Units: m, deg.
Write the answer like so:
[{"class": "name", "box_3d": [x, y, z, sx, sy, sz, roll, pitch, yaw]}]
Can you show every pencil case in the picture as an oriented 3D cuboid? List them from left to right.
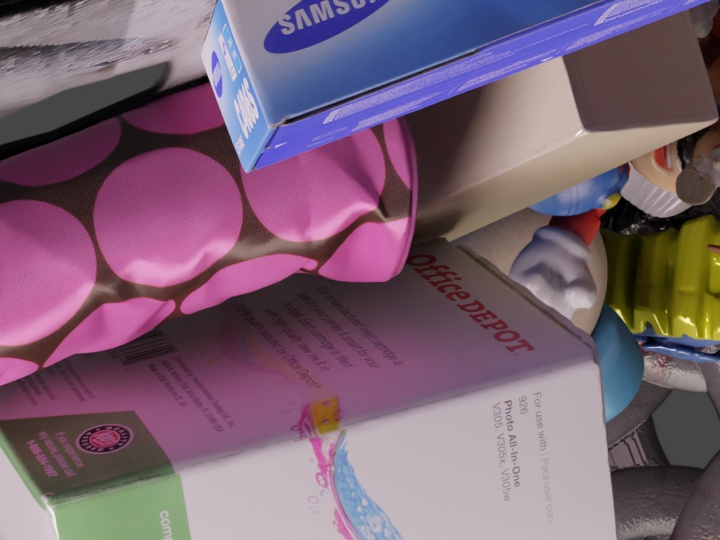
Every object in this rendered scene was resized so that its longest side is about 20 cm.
[{"class": "pencil case", "box_3d": [-0.077, -0.006, 0.980, 0.199, 0.091, 0.094, -18, 133, -10]}]

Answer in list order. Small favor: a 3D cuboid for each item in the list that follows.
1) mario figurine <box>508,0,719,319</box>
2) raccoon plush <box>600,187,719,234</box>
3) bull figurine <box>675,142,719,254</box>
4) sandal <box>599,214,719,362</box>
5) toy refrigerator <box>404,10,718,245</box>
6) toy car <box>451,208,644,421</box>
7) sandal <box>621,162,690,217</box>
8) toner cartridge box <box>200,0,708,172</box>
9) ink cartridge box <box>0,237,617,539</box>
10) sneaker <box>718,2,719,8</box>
[{"class": "mario figurine", "box_3d": [0.100, -0.049, 1.202, 0.199, 0.107, 0.124, -15, 163, -6]}, {"class": "raccoon plush", "box_3d": [0.140, -0.018, 1.537, 0.133, 0.200, 0.097, -21, -147, 27]}, {"class": "bull figurine", "box_3d": [0.178, -0.064, 1.128, 0.065, 0.201, 0.121, 25, -167, 16]}, {"class": "sandal", "box_3d": [0.122, 0.010, 1.458, 0.199, 0.080, 0.087, 10, 168, 19]}, {"class": "toy refrigerator", "box_3d": [0.029, -0.053, 1.081, 0.076, 0.070, 0.200, -8, 168, -43]}, {"class": "toy car", "box_3d": [0.000, 0.000, 1.379, 0.177, 0.185, 0.200, -43, -137, -7]}, {"class": "sandal", "box_3d": [0.124, -0.085, 1.335, 0.079, 0.059, 0.206, -38, 151, 15]}, {"class": "toner cartridge box", "box_3d": [0.054, -0.088, 0.861, 0.199, 0.043, 0.095, -21, 176, -9]}, {"class": "ink cartridge box", "box_3d": [-0.027, 0.066, 1.034, 0.199, 0.088, 0.145, -16, -158, -16]}, {"class": "sneaker", "box_3d": [0.248, -0.116, 1.348, 0.199, 0.080, 0.074, -21, 176, -33]}]
